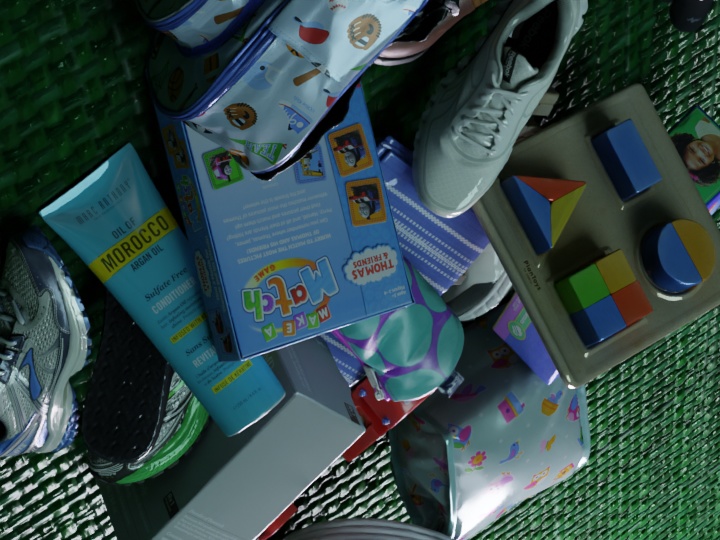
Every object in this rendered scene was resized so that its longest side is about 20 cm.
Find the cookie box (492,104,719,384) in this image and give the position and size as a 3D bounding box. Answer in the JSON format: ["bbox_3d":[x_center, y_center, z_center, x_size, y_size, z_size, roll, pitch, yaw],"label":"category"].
[{"bbox_3d":[0.220,-0.021,1.578,0.200,0.075,0.172,-41,168,-33],"label":"cookie box"}]

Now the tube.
[{"bbox_3d":[-0.128,0.018,1.268,0.077,0.201,0.050,-38,-174,-15],"label":"tube"}]

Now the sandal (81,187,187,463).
[{"bbox_3d":[-0.149,0.035,1.315,0.045,0.074,0.202,9,98,-85],"label":"sandal"}]

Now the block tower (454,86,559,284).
[{"bbox_3d":[0.086,-0.078,1.476,0.054,0.058,0.201,-1,128,-44],"label":"block tower"}]

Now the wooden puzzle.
[{"bbox_3d":[0.194,-0.033,1.438,0.199,0.187,0.046,-27,178,-27],"label":"wooden puzzle"}]

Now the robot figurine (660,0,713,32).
[{"bbox_3d":[0.238,-0.268,1.347,0.124,0.151,0.200,-37,172,-9],"label":"robot figurine"}]

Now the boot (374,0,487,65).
[{"bbox_3d":[0.092,-0.224,1.233,0.187,0.069,0.200,-24,170,-36],"label":"boot"}]

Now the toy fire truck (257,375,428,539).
[{"bbox_3d":[-0.020,0.140,1.542,0.141,0.049,0.200,-39,177,-36],"label":"toy fire truck"}]

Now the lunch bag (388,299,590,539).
[{"bbox_3d":[0.115,0.150,1.688,0.169,0.122,0.201,-30,138,-21],"label":"lunch bag"}]

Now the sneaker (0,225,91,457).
[{"bbox_3d":[-0.236,0.059,1.269,0.084,0.077,0.201,-17,137,-28],"label":"sneaker"}]

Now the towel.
[{"bbox_3d":[0.000,0.000,1.446,0.144,0.024,0.200,32,109,-36],"label":"towel"}]

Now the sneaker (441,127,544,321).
[{"bbox_3d":[0.114,-0.043,1.546,0.079,0.074,0.201,27,120,-14],"label":"sneaker"}]

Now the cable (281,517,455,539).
[{"bbox_3d":[0.017,0.283,1.683,0.198,0.070,0.200,16,149,-20],"label":"cable"}]

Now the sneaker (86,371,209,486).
[{"bbox_3d":[-0.146,0.067,1.381,0.085,0.078,0.201,30,94,-48],"label":"sneaker"}]

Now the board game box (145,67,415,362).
[{"bbox_3d":[-0.052,-0.055,1.265,0.150,0.036,0.202,-16,94,-35],"label":"board game box"}]

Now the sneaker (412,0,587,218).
[{"bbox_3d":[0.097,-0.128,1.349,0.201,0.075,0.081,-62,-173,13],"label":"sneaker"}]

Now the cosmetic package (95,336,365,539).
[{"bbox_3d":[-0.100,0.137,1.426,0.090,0.107,0.200,28,111,-39],"label":"cosmetic package"}]

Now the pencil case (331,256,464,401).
[{"bbox_3d":[-0.004,0.021,1.388,0.200,0.085,0.093,43,74,-38],"label":"pencil case"}]

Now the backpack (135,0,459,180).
[{"bbox_3d":[-0.052,-0.163,1.134,0.153,0.200,0.191,27,106,-20],"label":"backpack"}]
